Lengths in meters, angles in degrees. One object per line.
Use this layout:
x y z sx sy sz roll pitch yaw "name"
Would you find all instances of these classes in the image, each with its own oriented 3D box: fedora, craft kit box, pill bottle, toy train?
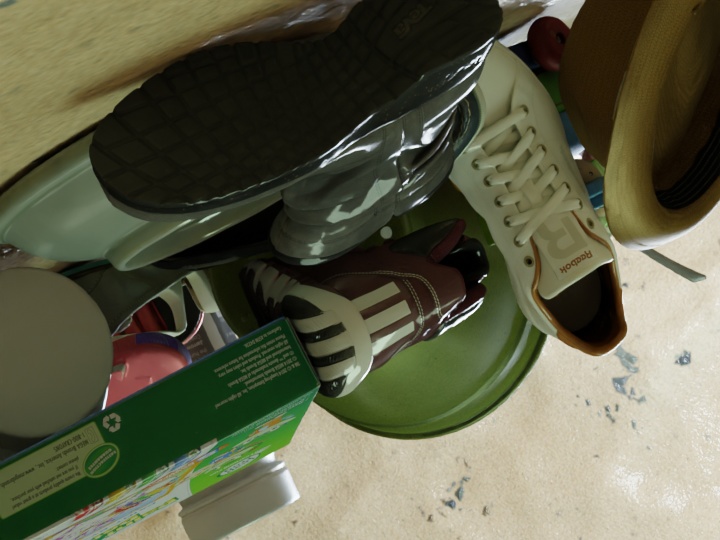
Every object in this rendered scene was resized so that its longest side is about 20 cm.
0.169 -0.113 1.167 0.081 0.202 0.200 26 -137 33 "fedora"
-0.123 0.104 1.077 0.199 0.049 0.198 -27 174 -11 "craft kit box"
-0.200 0.064 1.138 0.114 0.115 0.200 -25 176 -23 "pill bottle"
0.064 -0.065 1.192 0.199 0.116 0.084 -24 175 -45 "toy train"
-0.133 0.111 1.645 0.112 0.201 0.113 -26 176 -2 "pill bottle"

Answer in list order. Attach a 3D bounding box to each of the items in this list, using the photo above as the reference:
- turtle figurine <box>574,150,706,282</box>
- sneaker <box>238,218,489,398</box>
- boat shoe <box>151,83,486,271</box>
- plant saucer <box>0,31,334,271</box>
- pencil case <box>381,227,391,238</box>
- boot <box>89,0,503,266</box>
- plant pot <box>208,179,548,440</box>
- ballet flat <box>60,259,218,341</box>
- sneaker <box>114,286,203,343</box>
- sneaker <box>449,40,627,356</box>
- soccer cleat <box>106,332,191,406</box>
0.155 -0.061 1.509 0.192 0.145 0.200 -9 139 19 "turtle figurine"
0.009 0.015 1.090 0.115 0.076 0.200 -25 -168 -11 "sneaker"
-0.028 -0.052 1.092 0.199 0.075 0.062 -18 -169 18 "boat shoe"
-0.078 -0.045 0.972 0.199 0.051 0.200 -27 177 -1 "plant saucer"
-0.023 -0.013 1.556 0.083 0.091 0.200 -26 177 -16 "pencil case"
-0.026 -0.042 0.885 0.199 0.070 0.132 -24 153 -25 "boot"
0.000 0.000 1.270 0.199 0.202 0.193 -27 165 16 "plant pot"
-0.118 0.007 1.339 0.199 0.064 0.067 -24 176 -42 "ballet flat"
-0.203 0.068 1.532 0.199 0.074 0.087 -27 178 -4 "sneaker"
0.098 -0.040 1.124 0.073 0.201 0.085 -33 -154 -6 "sneaker"
-0.161 0.082 1.295 0.200 0.066 0.077 -48 -157 45 "soccer cleat"
